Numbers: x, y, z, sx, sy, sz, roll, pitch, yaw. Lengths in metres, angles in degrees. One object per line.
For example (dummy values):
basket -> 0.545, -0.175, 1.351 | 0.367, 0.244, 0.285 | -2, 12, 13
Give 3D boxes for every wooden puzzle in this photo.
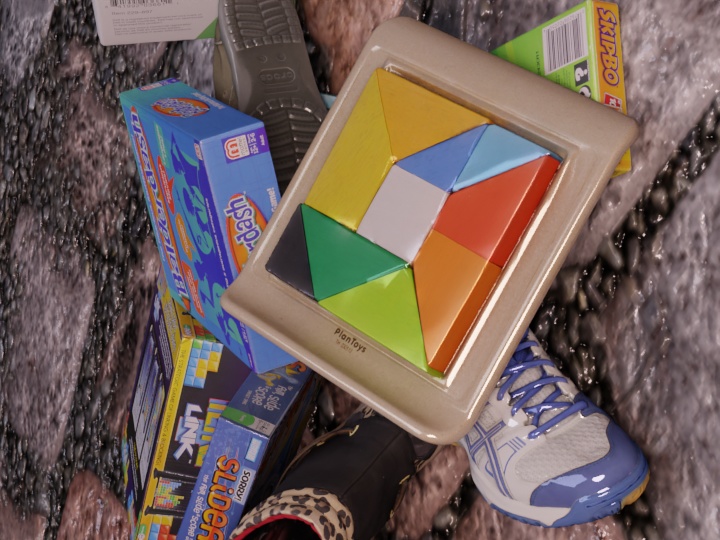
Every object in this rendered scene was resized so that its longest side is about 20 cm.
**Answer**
wooden puzzle -> 0.029, -0.030, 0.946 | 0.185, 0.037, 0.200 | 31, 88, 38

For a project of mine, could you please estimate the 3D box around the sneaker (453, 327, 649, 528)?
sneaker -> 0.075, 0.065, 0.936 | 0.200, 0.075, 0.088 | 32, 145, 56

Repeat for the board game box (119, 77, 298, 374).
board game box -> -0.095, -0.035, 1.130 | 0.200, 0.045, 0.152 | -148, 42, -65

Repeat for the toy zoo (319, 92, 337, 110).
toy zoo -> -0.011, -0.051, 1.183 | 0.200, 0.020, 0.131 | 21, 103, 59

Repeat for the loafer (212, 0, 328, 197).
loafer -> -0.061, -0.098, 1.196 | 0.070, 0.075, 0.200 | 123, 142, -62

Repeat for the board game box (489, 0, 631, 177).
board game box -> 0.083, -0.080, 1.022 | 0.200, 0.030, 0.096 | -20, 70, 54

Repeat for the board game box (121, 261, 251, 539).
board game box -> -0.128, 0.096, 1.275 | 0.200, 0.057, 0.165 | -120, 43, -70

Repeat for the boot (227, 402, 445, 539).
boot -> -0.033, 0.159, 1.060 | 0.073, 0.151, 0.200 | 45, 130, 2

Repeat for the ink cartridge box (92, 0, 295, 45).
ink cartridge box -> -0.119, -0.247, 1.205 | 0.200, 0.145, 0.088 | 94, 171, -65

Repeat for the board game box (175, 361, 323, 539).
board game box -> -0.067, 0.114, 1.124 | 0.200, 0.034, 0.135 | -57, -12, -65
